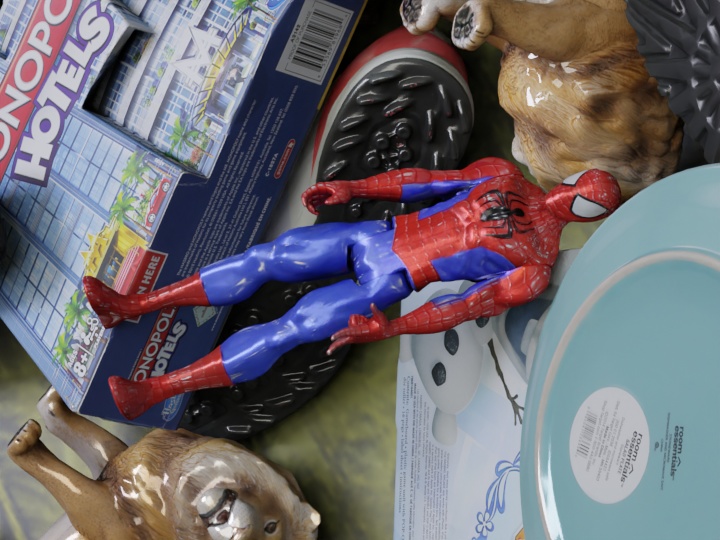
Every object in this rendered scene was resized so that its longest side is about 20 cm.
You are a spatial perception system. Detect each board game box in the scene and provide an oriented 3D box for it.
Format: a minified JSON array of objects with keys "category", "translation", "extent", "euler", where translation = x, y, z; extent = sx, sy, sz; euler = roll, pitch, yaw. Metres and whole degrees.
[{"category":"board game box","translation":[-0.115,-0.069,1.210],"extent":[0.200,0.062,0.200],"euler":[31,101,40]},{"category":"board game box","translation":[0.086,0.092,1.113],"extent":[0.199,0.043,0.200],"euler":[-7,80,55]}]

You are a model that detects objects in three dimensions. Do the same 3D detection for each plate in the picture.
[{"category":"plate","translation":[0.112,0.062,1.024],"extent":[0.200,0.026,0.201],"euler":[-9,79,52]}]

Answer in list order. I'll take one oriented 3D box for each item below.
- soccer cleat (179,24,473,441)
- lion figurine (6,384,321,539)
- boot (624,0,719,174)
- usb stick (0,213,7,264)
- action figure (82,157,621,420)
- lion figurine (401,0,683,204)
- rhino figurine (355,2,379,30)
[{"category":"soccer cleat","translation":[-0.019,-0.014,1.214],"extent":[0.068,0.073,0.200],"euler":[30,112,-11]},{"category":"lion figurine","translation":[-0.116,0.128,1.226],"extent":[0.122,0.072,0.200],"euler":[41,114,-7]},{"category":"boot","translation":[0.191,-0.072,1.079],"extent":[0.079,0.158,0.211],"euler":[-45,59,46]},{"category":"usb stick","translation":[-0.191,0.005,1.218],"extent":[0.200,0.033,0.056],"euler":[-34,67,58]},{"category":"action figure","translation":[0.000,0.000,1.099],"extent":[0.200,0.052,0.066],"euler":[-17,68,2]},{"category":"lion figurine","translation":[0.084,-0.127,1.128],"extent":[0.072,0.122,0.200],"euler":[15,93,57]},{"category":"rhino figurine","translation":[0.053,-0.151,1.200],"extent":[0.200,0.060,0.088],"euler":[-6,83,13]}]
